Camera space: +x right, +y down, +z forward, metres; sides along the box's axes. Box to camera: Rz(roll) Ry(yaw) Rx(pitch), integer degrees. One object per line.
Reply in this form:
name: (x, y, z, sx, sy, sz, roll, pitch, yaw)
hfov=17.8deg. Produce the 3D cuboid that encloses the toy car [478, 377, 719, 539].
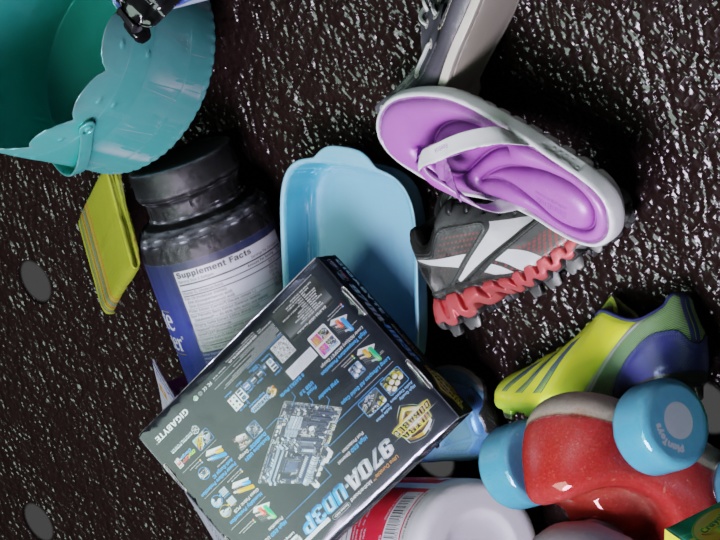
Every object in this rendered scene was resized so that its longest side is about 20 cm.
toy car: (0.170, 0.200, 1.536, 0.176, 0.201, 0.184, 31, 152, -24)

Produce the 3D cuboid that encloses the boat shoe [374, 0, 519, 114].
boat shoe: (0.056, -0.158, 1.561, 0.063, 0.073, 0.201, 38, 140, 16)

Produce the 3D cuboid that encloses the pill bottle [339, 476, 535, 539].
pill bottle: (0.038, 0.214, 1.757, 0.200, 0.112, 0.113, -7, 109, 60)

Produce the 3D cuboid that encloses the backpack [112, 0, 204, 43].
backpack: (-0.094, -0.277, 1.567, 0.189, 0.154, 0.201, -3, 115, 36)

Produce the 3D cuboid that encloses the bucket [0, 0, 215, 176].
bucket: (-0.216, -0.171, 1.708, 0.206, 0.134, 0.209, -10, 73, 34)

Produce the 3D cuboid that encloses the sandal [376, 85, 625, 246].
sandal: (0.082, -0.068, 1.516, 0.202, 0.050, 0.083, 22, 134, 34)

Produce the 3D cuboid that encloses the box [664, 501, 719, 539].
box: (0.261, 0.196, 1.477, 0.048, 0.199, 0.118, 31, 133, 44)

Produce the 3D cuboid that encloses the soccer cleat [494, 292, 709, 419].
soccer cleat: (0.168, 0.063, 1.607, 0.200, 0.064, 0.084, -18, 71, 52)

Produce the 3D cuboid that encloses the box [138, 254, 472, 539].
box: (-0.042, 0.113, 1.686, 0.200, 0.046, 0.159, -45, 80, 13)

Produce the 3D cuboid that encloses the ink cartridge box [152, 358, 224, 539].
ink cartridge box: (-0.099, 0.185, 1.852, 0.197, 0.043, 0.200, 56, 163, 27)

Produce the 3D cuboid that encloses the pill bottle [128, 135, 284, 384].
pill bottle: (-0.106, 0.004, 1.781, 0.111, 0.112, 0.201, -5, 110, 45)

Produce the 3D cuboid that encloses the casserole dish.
casserole dish: (0.000, 0.000, 1.713, 0.120, 0.039, 0.202, 10, 114, 31)

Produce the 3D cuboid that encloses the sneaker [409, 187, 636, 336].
sneaker: (0.104, -0.029, 1.590, 0.200, 0.071, 0.098, -28, 93, 48)

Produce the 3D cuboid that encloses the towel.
towel: (-0.200, -0.023, 1.848, 0.200, 0.018, 0.087, 138, 116, -73)

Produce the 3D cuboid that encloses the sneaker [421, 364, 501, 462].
sneaker: (0.025, 0.128, 1.745, 0.199, 0.090, 0.079, -11, 106, 45)
